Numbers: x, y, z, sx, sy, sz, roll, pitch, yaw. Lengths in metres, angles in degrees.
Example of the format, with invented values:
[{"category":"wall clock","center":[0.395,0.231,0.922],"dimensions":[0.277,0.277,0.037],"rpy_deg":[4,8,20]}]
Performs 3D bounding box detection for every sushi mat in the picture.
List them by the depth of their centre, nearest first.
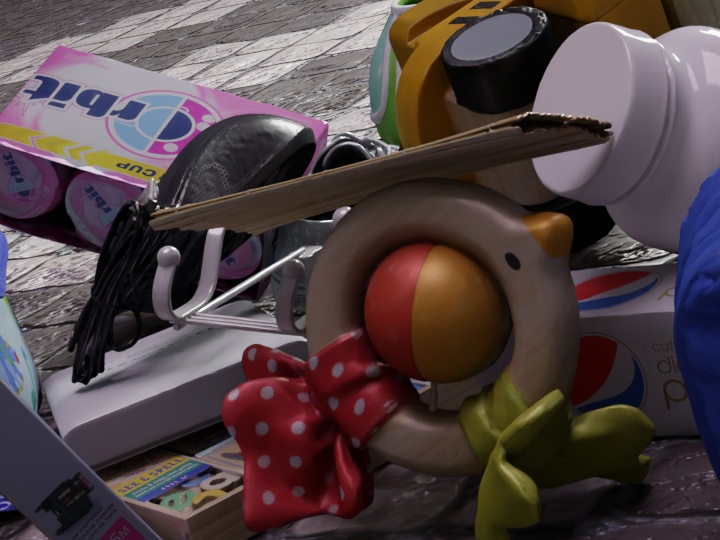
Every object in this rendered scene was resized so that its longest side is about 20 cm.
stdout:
[{"category":"sushi mat","center":[0.009,-0.042,0.955],"dimensions":[0.199,0.012,0.096],"rpy_deg":[-13,-7,32]}]

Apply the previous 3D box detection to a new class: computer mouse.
[{"category":"computer mouse","center":[-0.096,-0.034,1.169],"dimensions":[0.200,0.053,0.139],"rpy_deg":[-42,-13,-48]}]

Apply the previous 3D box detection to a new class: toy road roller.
[{"category":"toy road roller","center":[0.105,-0.113,1.114],"dimensions":[0.200,0.123,0.146],"rpy_deg":[-35,31,-17]}]

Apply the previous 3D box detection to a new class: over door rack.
[{"category":"over door rack","center":[0.000,0.000,1.099],"dimensions":[0.147,0.067,0.200],"rpy_deg":[7,5,21]}]

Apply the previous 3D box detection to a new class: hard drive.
[{"category":"hard drive","center":[-0.102,0.059,1.152],"dimensions":[0.132,0.027,0.200],"rpy_deg":[-21,8,-9]}]

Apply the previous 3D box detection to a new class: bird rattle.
[{"category":"bird rattle","center":[0.031,0.040,0.934],"dimensions":[0.200,0.164,0.112],"rpy_deg":[12,12,38]}]

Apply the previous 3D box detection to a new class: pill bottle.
[{"category":"pill bottle","center":[0.186,-0.054,1.023],"dimensions":[0.199,0.109,0.109],"rpy_deg":[14,2,-27]}]

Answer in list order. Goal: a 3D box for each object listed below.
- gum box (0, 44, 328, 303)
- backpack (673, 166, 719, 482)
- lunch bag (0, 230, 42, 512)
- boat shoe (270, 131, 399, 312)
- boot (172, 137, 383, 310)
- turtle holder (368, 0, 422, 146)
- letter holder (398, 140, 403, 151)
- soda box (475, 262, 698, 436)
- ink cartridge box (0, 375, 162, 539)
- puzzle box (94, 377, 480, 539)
[{"category":"gum box","center":[-0.133,-0.064,1.329],"dimensions":[0.199,0.066,0.114],"rpy_deg":[17,40,12]},{"category":"backpack","center":[0.216,0.018,0.799],"dimensions":[0.199,0.163,0.168],"rpy_deg":[-10,20,18]},{"category":"lunch bag","center":[-0.249,0.026,1.155],"dimensions":[0.127,0.201,0.170],"rpy_deg":[-21,15,-2]},{"category":"boat shoe","center":[-0.001,-0.044,1.297],"dimensions":[0.070,0.072,0.201],"rpy_deg":[11,27,14]},{"category":"boot","center":[-0.055,-0.030,1.416],"dimensions":[0.162,0.074,0.198],"rpy_deg":[-12,15,1]},{"category":"turtle holder","center":[0.079,-0.145,1.554],"dimensions":[0.141,0.132,0.185],"rpy_deg":[-6,18,33]},{"category":"letter holder","center":[0.091,-0.044,1.292],"dimensions":[0.100,0.143,0.200],"rpy_deg":[23,28,14]},{"category":"soda box","center":[0.152,0.035,0.987],"dimensions":[0.199,0.064,0.068],"rpy_deg":[-6,18,35]},{"category":"ink cartridge box","center":[-0.171,0.065,0.948],"dimensions":[0.042,0.200,0.119],"rpy_deg":[-49,30,-10]},{"category":"puzzle box","center":[-0.039,0.083,1.082],"dimensions":[0.200,0.026,0.133],"rpy_deg":[-26,18,-32]}]
